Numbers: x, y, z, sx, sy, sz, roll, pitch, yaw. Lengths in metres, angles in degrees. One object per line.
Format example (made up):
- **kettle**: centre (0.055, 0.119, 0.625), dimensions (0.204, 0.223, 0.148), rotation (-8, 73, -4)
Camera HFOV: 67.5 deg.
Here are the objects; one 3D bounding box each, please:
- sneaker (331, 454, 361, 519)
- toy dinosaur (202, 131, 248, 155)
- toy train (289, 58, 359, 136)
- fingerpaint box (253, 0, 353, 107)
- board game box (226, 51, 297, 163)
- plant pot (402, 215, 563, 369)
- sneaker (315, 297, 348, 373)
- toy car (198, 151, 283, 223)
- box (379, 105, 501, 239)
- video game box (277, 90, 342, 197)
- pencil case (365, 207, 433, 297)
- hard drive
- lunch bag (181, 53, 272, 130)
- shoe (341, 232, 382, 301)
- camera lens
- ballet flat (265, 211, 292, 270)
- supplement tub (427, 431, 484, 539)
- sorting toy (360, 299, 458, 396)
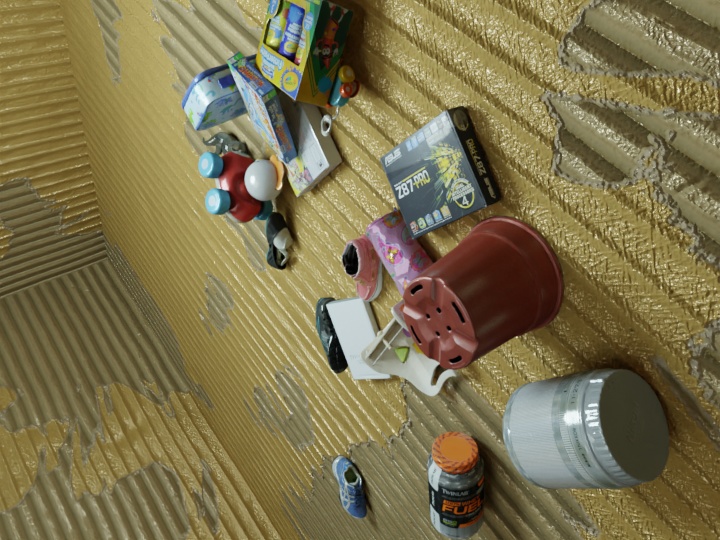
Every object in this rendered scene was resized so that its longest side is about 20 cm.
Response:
- **sneaker**: centre (-0.027, 0.666, 1.636), dimensions (0.077, 0.075, 0.204), rotation (-12, 102, 60)
- **toy dinosaur**: centre (-0.366, -0.336, 1.487), dimensions (0.200, 0.076, 0.104), rotation (47, 131, 33)
- **toy train**: centre (-0.066, -0.353, 1.034), dimensions (0.202, 0.055, 0.152), rotation (58, 133, 34)
- **fingerpaint box**: centre (-0.113, -0.421, 0.993), dimensions (0.200, 0.072, 0.170), rotation (47, 125, 42)
- **board game box**: centre (-0.202, -0.335, 1.128), dimensions (0.136, 0.034, 0.201), rotation (48, 167, 26)
- **plant pot**: centre (0.180, 0.043, 0.847), dimensions (0.199, 0.193, 0.205), rotation (31, 134, 39)
- **sneaker**: centre (-0.072, 0.165, 1.398), dimensions (0.079, 0.074, 0.206), rotation (9, 110, 62)
- **toy car**: centre (-0.255, -0.228, 1.313), dimensions (0.197, 0.183, 0.181), rotation (-21, 77, 32)
- **box**: centre (0.130, -0.159, 0.919), dimensions (0.199, 0.048, 0.165), rotation (-21, 91, 57)
- **video game box**: centre (-0.135, -0.292, 1.202), dimensions (0.181, 0.046, 0.204), rotation (-25, 90, 55)
- **pencil case**: centre (0.088, -0.017, 1.041), dimensions (0.202, 0.086, 0.088), rotation (57, 146, 12)
- **hard drive**: centre (-0.002, 0.166, 1.309), dimensions (0.130, 0.026, 0.204), rotation (-12, 101, 45)
- **lunch bag**: centre (-0.294, -0.405, 1.212), dimensions (0.084, 0.199, 0.160), rotation (58, 148, -6)
- **shoe**: centre (0.000, 0.000, 1.160), dimensions (0.071, 0.090, 0.203), rotation (42, 140, 29)
- **camera lens**: centre (0.324, 0.238, 0.804), dimensions (0.163, 0.158, 0.199), rotation (61, 146, 4)
- **ballet flat**: centre (-0.214, -0.073, 1.441), dimensions (0.068, 0.068, 0.202), rotation (38, 149, 18)
- **supplement tub**: centre (0.203, 0.453, 1.143), dimensions (0.121, 0.121, 0.205), rotation (22, 128, 45)
- **sorting toy**: centre (0.116, 0.170, 1.113), dimensions (0.180, 0.106, 0.201), rotation (47, 143, 13)
